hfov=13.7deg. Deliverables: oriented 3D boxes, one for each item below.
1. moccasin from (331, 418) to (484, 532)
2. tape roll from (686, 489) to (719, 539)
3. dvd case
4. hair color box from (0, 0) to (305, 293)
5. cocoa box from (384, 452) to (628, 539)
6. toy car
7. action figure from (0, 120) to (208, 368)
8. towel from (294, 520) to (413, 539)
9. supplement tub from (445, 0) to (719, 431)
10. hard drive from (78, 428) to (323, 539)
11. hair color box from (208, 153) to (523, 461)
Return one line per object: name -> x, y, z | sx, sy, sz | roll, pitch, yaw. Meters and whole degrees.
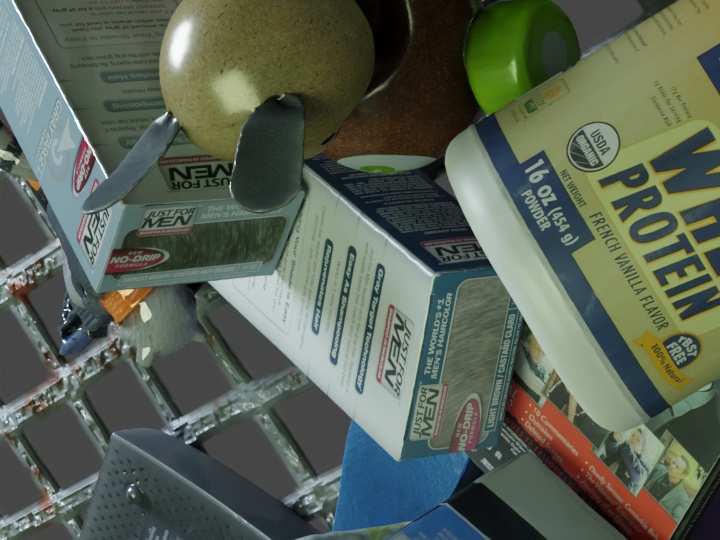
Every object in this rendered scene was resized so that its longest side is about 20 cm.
moccasin -> 0.030, 0.103, 1.548 | 0.080, 0.068, 0.200 | 42, 132, 21
tape roll -> 0.192, 0.199, 1.463 | 0.200, 0.085, 0.201 | 18, 124, 29
dvd case -> 0.119, 0.043, 1.380 | 0.146, 0.022, 0.200 | 45, 132, 25
hair color box -> -0.116, -0.082, 1.475 | 0.200, 0.099, 0.061 | 59, 141, 36
cocoa box -> 0.063, 0.215, 1.404 | 0.133, 0.131, 0.200 | 41, 144, 31
toy car -> -0.029, -0.078, 1.294 | 0.164, 0.200, 0.158 | -4, 124, 35
action figure -> -0.155, -0.024, 1.596 | 0.194, 0.104, 0.200 | 51, 133, 16
towel -> 0.019, 0.196, 1.529 | 0.048, 0.199, 0.172 | 57, 144, 43
supplement tub -> 0.151, -0.041, 1.240 | 0.200, 0.144, 0.145 | -31, 94, 6
hard drive -> -0.067, 0.181, 1.682 | 0.200, 0.042, 0.135 | 35, 131, 17
hair color box -> 0.000, 0.000, 1.451 | 0.200, 0.060, 0.100 | 42, 129, 49
